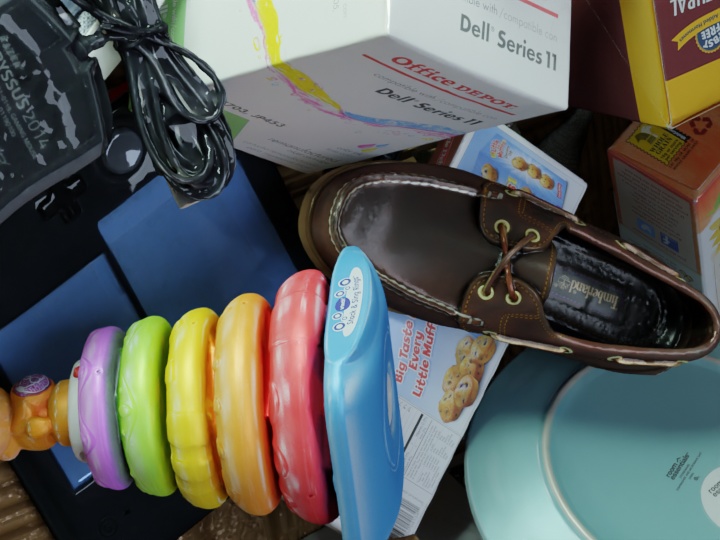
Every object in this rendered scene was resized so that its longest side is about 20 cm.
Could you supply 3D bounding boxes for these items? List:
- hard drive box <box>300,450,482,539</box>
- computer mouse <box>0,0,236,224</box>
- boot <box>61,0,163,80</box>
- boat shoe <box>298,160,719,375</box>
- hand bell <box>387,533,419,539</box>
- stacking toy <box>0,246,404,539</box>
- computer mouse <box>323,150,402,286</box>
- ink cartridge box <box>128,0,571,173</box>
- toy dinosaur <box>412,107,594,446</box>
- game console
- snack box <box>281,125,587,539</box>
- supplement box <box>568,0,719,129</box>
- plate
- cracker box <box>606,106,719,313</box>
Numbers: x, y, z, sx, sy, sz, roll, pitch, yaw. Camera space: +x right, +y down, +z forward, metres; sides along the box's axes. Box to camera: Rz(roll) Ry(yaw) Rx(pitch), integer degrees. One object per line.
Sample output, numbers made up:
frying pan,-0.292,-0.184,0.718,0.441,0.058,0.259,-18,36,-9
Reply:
hard drive box,0.072,0.154,1.398,0.199,0.156,0.077,-27,116,-30
computer mouse,-0.155,-0.057,1.171,0.200,0.053,0.139,-30,106,-29
boot,-0.150,-0.109,1.221,0.090,0.073,0.201,40,73,-27
boat shoe,0.071,-0.002,1.304,0.199,0.070,0.071,15,87,-25
hand bell,-0.061,0.168,1.295,0.199,0.104,0.105,-26,117,-8
stacking toy,-0.085,0.059,1.246,0.199,0.116,0.110,-3,125,7
computer mouse,0.000,0.000,1.345,0.058,0.034,0.201,7,98,-36
ink cartridge box,0.009,-0.102,1.231,0.117,0.199,0.068,18,69,-42
toy dinosaur,0.062,-0.018,1.414,0.102,0.077,0.201,41,71,-48
game console,-0.097,0.022,1.318,0.177,0.031,0.201,-40,121,-23
snack box,0.031,0.029,1.338,0.072,0.024,0.201,32,78,-26
supplement box,0.108,-0.191,1.312,0.132,0.200,0.198,-25,115,-30
plate,0.147,0.096,1.349,0.200,0.200,0.026,-25,151,-30
cracker box,0.190,-0.042,1.447,0.134,0.058,0.200,-49,153,-18
